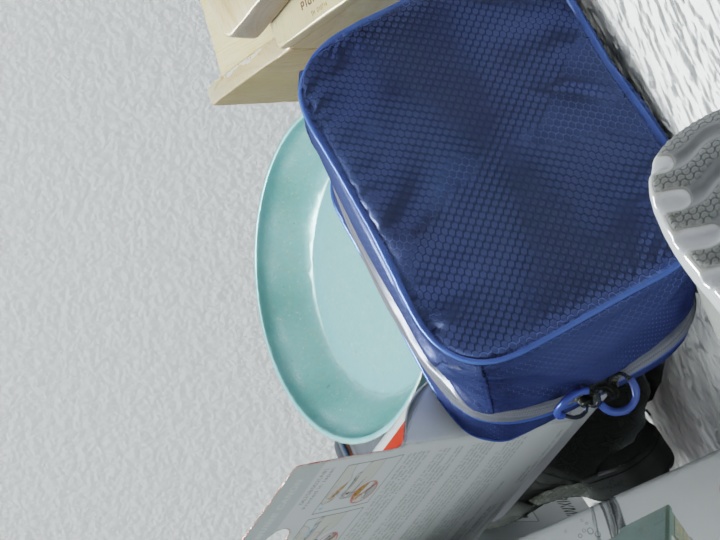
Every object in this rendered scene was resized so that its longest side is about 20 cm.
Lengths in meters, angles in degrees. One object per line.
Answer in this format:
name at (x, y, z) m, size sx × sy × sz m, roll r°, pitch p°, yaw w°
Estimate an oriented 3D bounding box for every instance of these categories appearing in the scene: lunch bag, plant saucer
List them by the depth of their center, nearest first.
lunch bag at (0.069, -0.022, 0.724) m, size 0.200 × 0.136 × 0.132 m, roll 63°, pitch 178°, yaw 22°
plant saucer at (0.000, 0.000, 0.931) m, size 0.200 × 0.036 × 0.200 m, roll 9°, pitch 100°, yaw 56°

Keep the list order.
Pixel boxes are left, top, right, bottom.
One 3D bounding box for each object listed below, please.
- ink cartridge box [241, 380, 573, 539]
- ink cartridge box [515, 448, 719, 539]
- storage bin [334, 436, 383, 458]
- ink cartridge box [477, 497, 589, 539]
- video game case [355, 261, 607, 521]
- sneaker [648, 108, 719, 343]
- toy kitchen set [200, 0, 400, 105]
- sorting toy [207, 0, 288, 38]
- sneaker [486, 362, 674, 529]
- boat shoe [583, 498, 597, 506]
ink cartridge box at (-0.006, 0.119, 0.778) m, size 0.200 × 0.163 × 0.057 m, roll 2°, pitch -137°, yaw -44°
ink cartridge box at (0.130, 0.191, 0.789) m, size 0.084 × 0.200 × 0.146 m, roll 83°, pitch 162°, yaw -74°
storage bin at (0.075, 0.086, 1.246) m, size 0.146 × 0.200 × 0.134 m, roll -117°, pitch 14°, yaw -45°
ink cartridge box at (0.153, 0.188, 0.981) m, size 0.200 × 0.173 × 0.044 m, roll -121°, pitch 34°, yaw -71°
video game case at (0.077, 0.008, 0.867) m, size 0.200 × 0.024 × 0.182 m, roll -58°, pitch 46°, yaw 41°
sneaker at (0.155, 0.042, 0.464) m, size 0.082 × 0.075 × 0.200 m, roll 42°, pitch -155°, yaw -56°
toy kitchen set at (0.021, -0.202, 0.829) m, size 0.200 × 0.180 × 0.163 m, roll -26°, pitch 76°, yaw 49°
sorting toy at (-0.063, -0.245, 0.731) m, size 0.199 × 0.070 × 0.200 m, roll -43°, pitch 63°, yaw 44°
sneaker at (0.104, 0.088, 0.927) m, size 0.104 × 0.200 × 0.060 m, roll 53°, pitch -134°, yaw -19°
boat shoe at (0.161, 0.134, 1.140) m, size 0.072 × 0.066 × 0.200 m, roll -142°, pitch 28°, yaw -85°
